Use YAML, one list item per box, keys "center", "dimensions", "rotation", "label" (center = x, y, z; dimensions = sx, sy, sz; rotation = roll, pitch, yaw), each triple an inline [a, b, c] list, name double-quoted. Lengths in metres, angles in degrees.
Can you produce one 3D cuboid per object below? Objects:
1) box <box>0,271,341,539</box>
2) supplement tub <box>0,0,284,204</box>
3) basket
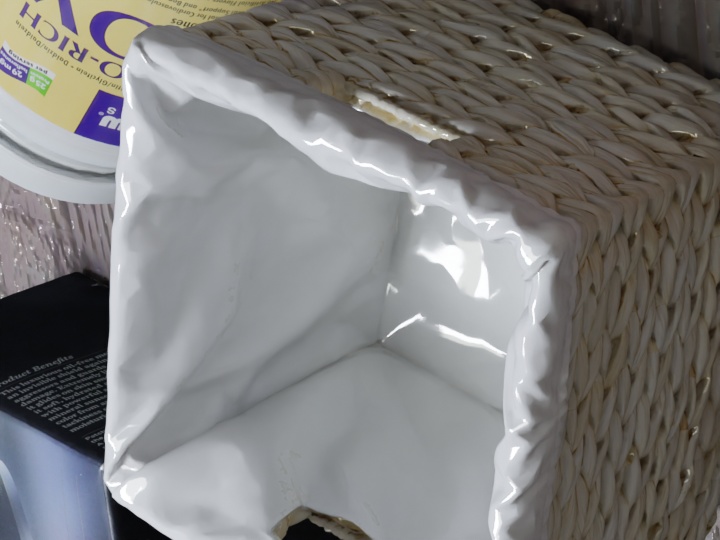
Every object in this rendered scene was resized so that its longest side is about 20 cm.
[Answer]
- center: [-0.110, 0.130, 1.254]
  dimensions: [0.198, 0.123, 0.201]
  rotation: [20, 124, 50]
  label: "box"
- center: [-0.084, -0.131, 1.079]
  dimensions: [0.146, 0.145, 0.200]
  rotation: [54, 141, 14]
  label: "supplement tub"
- center: [0.029, 0.017, 0.996]
  dimensions: [0.198, 0.161, 0.201]
  rotation: [28, 124, 34]
  label: "basket"
